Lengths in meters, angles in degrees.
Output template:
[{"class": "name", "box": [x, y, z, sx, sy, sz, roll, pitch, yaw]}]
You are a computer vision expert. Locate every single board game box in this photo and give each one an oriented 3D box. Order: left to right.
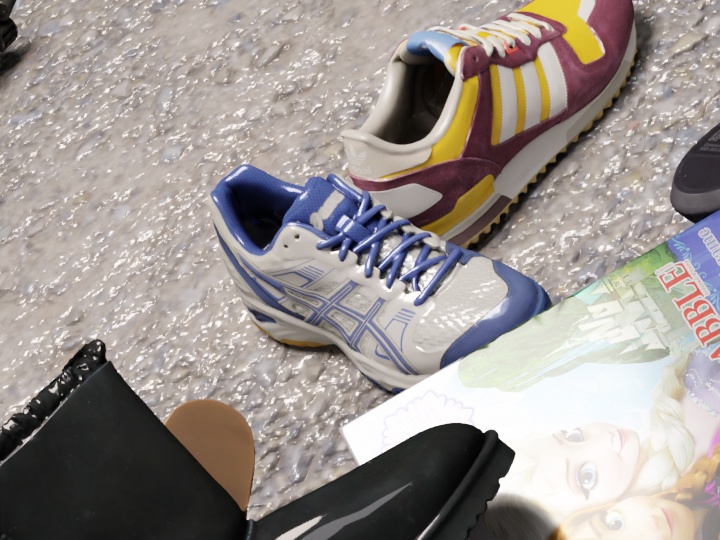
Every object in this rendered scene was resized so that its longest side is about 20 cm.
[{"class": "board game box", "box": [0.118, 0.095, 1.081, 0.199, 0.041, 0.200, -31, 52, 1]}]

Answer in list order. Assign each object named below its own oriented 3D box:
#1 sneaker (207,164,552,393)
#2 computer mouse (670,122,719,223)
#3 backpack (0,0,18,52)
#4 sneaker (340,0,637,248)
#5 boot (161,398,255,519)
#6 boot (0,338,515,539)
[{"class": "sneaker", "box": [0.000, 0.000, 1.291, 0.200, 0.088, 0.075, 11, 51, 42]}, {"class": "computer mouse", "box": [0.231, -0.071, 1.233, 0.200, 0.053, 0.138, -38, 21, -15]}, {"class": "backpack", "box": [-0.346, -0.132, 1.662, 0.190, 0.154, 0.200, 3, 50, 53]}, {"class": "sneaker", "box": [0.068, -0.100, 1.357, 0.075, 0.090, 0.200, 9, 51, 43]}, {"class": "boot", "box": [-0.096, 0.161, 1.128, 0.077, 0.155, 0.200, 12, 66, -7]}, {"class": "boot", "box": [-0.057, 0.092, 1.034, 0.198, 0.162, 0.073, -48, -1, -15]}]
